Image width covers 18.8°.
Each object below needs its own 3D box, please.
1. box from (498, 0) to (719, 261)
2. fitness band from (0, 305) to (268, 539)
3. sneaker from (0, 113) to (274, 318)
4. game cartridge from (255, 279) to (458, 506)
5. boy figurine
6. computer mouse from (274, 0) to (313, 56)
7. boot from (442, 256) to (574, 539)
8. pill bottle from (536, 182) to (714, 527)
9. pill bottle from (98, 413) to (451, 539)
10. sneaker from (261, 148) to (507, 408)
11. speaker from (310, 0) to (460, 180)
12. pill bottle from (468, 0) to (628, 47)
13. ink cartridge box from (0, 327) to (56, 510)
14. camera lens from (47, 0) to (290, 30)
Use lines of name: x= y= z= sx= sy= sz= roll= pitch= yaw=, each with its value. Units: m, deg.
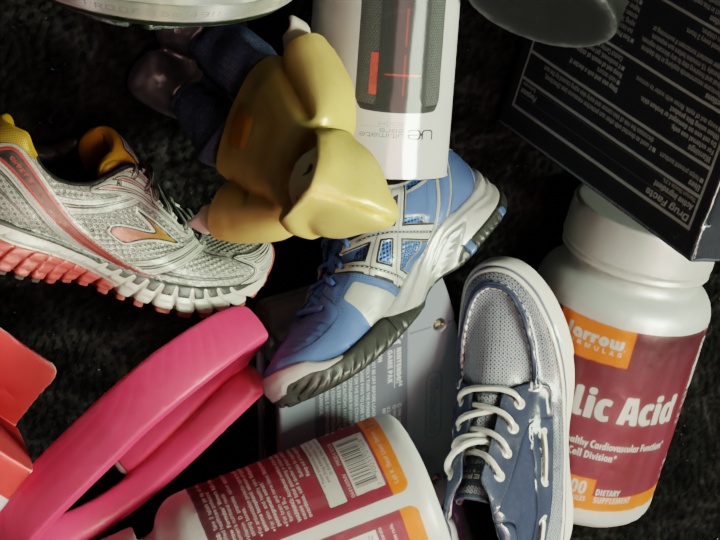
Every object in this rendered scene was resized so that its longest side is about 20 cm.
box: x=0.203 y=-0.134 z=1.248 sx=0.123 sy=0.200 sz=0.199 roll=3 pitch=116 yaw=-35
fitness band: x=-0.126 y=0.094 z=1.209 sx=0.200 sy=0.037 sz=0.144 roll=-45 pitch=167 yaw=23
sneaker: x=-0.127 y=-0.029 z=1.172 sx=0.200 sy=0.078 sz=0.082 roll=14 pitch=107 yaw=-38
game cartridge: x=0.000 y=0.089 z=1.354 sx=0.133 sy=0.040 sz=0.200 roll=-14 pitch=123 yaw=-23
boy figurine: x=-0.050 y=-0.065 z=1.121 sx=0.064 sy=0.200 sz=0.124 roll=19 pitch=109 yaw=-39
computer mouse: x=0.023 y=-0.181 z=1.218 sx=0.200 sy=0.034 sz=0.059 roll=-47 pitch=111 yaw=-7
boot: x=0.085 y=0.097 z=1.312 sx=0.090 sy=0.073 sz=0.200 roll=-29 pitch=112 yaw=-59
pill bottle: x=0.156 y=0.051 z=1.381 sx=0.114 sy=0.114 sz=0.200 roll=-1 pitch=117 yaw=-33
pill bottle: x=-0.054 y=0.168 z=1.278 sx=0.200 sy=0.110 sz=0.110 roll=-20 pitch=127 yaw=-8
sneaker: x=0.000 y=0.000 z=1.254 sx=0.077 sy=0.076 sz=0.200 roll=47 pitch=57 yaw=-11
speaker: x=0.014 y=-0.148 z=1.159 sx=0.081 sy=0.081 sz=0.200 roll=-1 pitch=100 yaw=-33
pill bottle: x=0.124 y=-0.225 z=1.150 sx=0.112 sy=0.112 sz=0.200 roll=36 pitch=66 yaw=-41
ink cartridge box: x=-0.259 y=0.110 z=1.155 sx=0.116 sy=0.067 sz=0.200 roll=37 pitch=94 yaw=-24
camera lens: x=-0.091 y=-0.224 z=1.025 sx=0.160 sy=0.160 sz=0.200 roll=-8 pitch=120 yaw=-29
